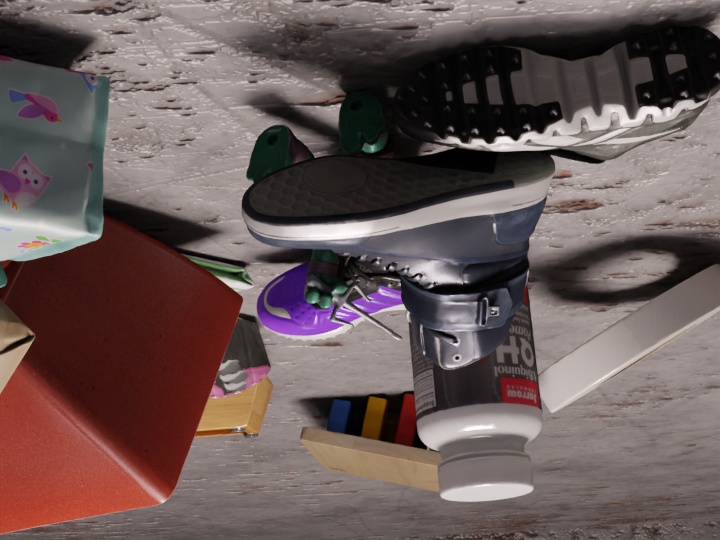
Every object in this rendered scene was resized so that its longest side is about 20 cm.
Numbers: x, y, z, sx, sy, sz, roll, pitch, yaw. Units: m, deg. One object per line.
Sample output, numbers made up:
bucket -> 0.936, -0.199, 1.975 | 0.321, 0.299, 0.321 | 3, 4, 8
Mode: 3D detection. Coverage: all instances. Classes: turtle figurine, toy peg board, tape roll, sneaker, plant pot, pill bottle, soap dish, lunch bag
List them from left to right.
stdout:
lunch bag -> -0.267, -0.059, 0.811 | 0.170, 0.122, 0.200 | 9, 166, -37
plant pot -> -0.240, 0.059, 1.037 | 0.200, 0.200, 0.176 | -15, 131, 32
sneaker -> -0.189, 0.086, 1.319 | 0.200, 0.080, 0.086 | -6, -176, -24
soap dish -> -0.195, 0.137, 1.426 | 0.200, 0.081, 0.157 | -5, 170, 0
sneaker -> 0.000, -0.001, 1.118 | 0.200, 0.070, 0.100 | -12, 153, 13
turtle figurine -> 0.013, -0.038, 0.941 | 0.150, 0.101, 0.200 | -35, 138, 7
sneaker -> 0.021, 0.000, 0.862 | 0.202, 0.077, 0.146 | -6, 127, -20
toy peg board -> 0.045, 0.205, 1.715 | 0.199, 0.098, 0.200 | 10, 163, 11
pill bottle -> 0.101, 0.097, 1.199 | 0.111, 0.200, 0.111 | -4, 161, -1
sneaker -> 0.121, -0.097, 0.839 | 0.200, 0.067, 0.091 | -7, 159, 5
tape roll -> 0.249, 0.062, 1.235 | 0.203, 0.037, 0.203 | -30, 169, -7

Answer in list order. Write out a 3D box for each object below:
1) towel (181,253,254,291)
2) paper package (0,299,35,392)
towel -> -0.207, 0.022, 1.205 | 0.152, 0.023, 0.200 | 11, 156, -38
paper package -> -0.341, 0.059, 0.906 | 0.200, 0.191, 0.103 | 36, -177, 39
